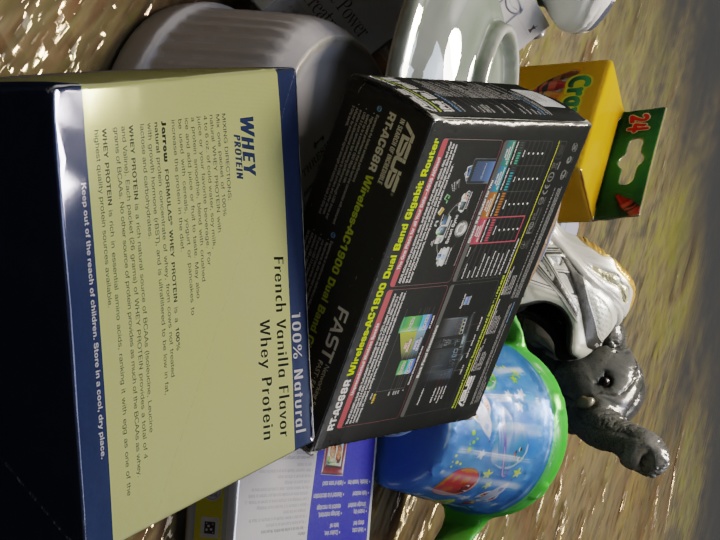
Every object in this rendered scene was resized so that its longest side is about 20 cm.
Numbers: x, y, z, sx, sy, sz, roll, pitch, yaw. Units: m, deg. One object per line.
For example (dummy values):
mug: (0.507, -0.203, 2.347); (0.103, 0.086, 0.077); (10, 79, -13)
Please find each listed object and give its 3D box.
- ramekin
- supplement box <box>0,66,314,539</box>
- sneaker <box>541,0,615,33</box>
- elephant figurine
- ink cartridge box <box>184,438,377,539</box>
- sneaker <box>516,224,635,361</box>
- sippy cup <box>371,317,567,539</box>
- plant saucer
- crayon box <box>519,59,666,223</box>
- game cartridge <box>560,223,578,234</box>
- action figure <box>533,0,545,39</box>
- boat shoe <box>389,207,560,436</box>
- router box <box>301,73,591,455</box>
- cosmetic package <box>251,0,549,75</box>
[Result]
ramekin: (-0.056, -0.058, 0.941); (0.200, 0.105, 0.200); (-8, 99, -63)
supplement box: (-0.130, 0.006, 0.763); (0.200, 0.134, 0.200); (-20, 109, -61)
sneaker: (0.102, -0.252, 1.072); (0.130, 0.079, 0.199); (-14, 110, -32)
elephant figurine: (0.173, 0.085, 1.302); (0.142, 0.200, 0.155); (21, 73, -62)
ink cartridge box: (-0.048, 0.150, 1.044); (0.198, 0.047, 0.200); (14, 81, -65)
sneaker: (0.114, -0.011, 1.231); (0.088, 0.200, 0.076); (-52, 179, -19)
sippy cup: (0.062, 0.113, 1.177); (0.130, 0.140, 0.178); (13, 55, -53)
plant saucer: (0.061, -0.101, 0.986); (0.200, 0.050, 0.200); (10, 90, -75)
crayon box: (0.108, -0.090, 1.148); (0.127, 0.200, 0.051); (-69, 148, -43)
game cartridge: (0.146, -0.054, 1.423); (0.200, 0.041, 0.133); (58, 38, -48)
action figure: (0.098, -0.261, 1.152); (0.118, 0.055, 0.200); (-50, 132, -25)
boat shoe: (0.062, 0.015, 1.027); (0.072, 0.072, 0.200); (35, 70, -13)
router box: (0.031, -0.006, 0.890); (0.150, 0.062, 0.200); (-5, 120, -51)
cosmetic package: (0.025, -0.177, 1.057); (0.151, 0.052, 0.200); (-42, 146, 3)
